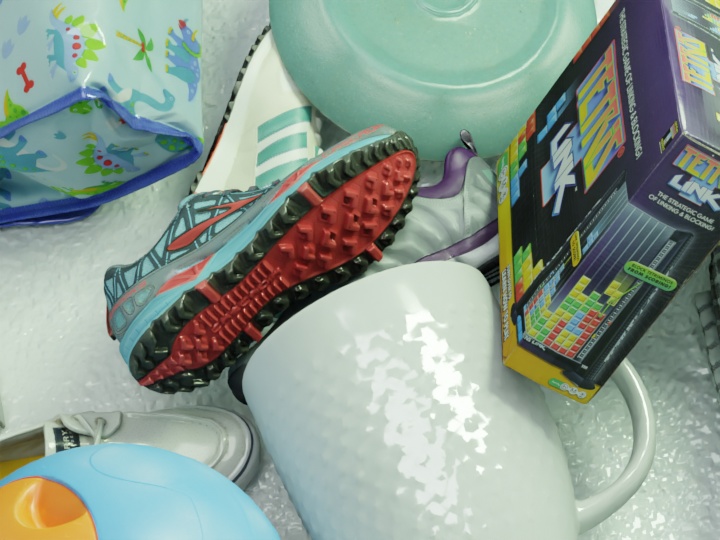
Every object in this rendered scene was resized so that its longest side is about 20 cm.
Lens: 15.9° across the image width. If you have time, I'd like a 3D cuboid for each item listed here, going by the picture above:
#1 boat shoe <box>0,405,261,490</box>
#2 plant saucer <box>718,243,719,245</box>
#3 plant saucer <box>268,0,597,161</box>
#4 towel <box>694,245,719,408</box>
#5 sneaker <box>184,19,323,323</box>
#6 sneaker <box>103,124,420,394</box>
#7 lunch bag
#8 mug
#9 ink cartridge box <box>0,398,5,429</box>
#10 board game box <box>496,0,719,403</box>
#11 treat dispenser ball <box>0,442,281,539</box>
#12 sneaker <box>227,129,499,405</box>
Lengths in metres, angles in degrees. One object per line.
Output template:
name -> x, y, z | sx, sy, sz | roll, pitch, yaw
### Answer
boat shoe -> -0.157, 0.111, 1.453 | 0.200, 0.070, 0.071 | -10, 63, 8
plant saucer -> 0.258, -0.078, 1.426 | 0.200, 0.048, 0.200 | -17, 25, 4
plant saucer -> 0.047, -0.160, 1.525 | 0.200, 0.036, 0.200 | 3, 64, -7
towel -> 0.287, 0.045, 1.380 | 0.200, 0.086, 0.166 | -11, 62, 7
sneaker -> -0.046, -0.056, 1.523 | 0.093, 0.070, 0.200 | 23, 65, -1
sneaker -> -0.062, -0.026, 1.421 | 0.200, 0.079, 0.096 | -36, 47, -2
lunch bag -> -0.190, -0.125, 1.549 | 0.200, 0.127, 0.170 | -21, 57, 35
mug -> 0.060, 0.098, 1.374 | 0.200, 0.148, 0.175 | -21, 66, -10
ink cartridge box -> -0.314, 0.074, 1.527 | 0.200, 0.037, 0.095 | -17, 62, 6
board game box -> 0.137, -0.053, 1.356 | 0.057, 0.165, 0.200 | 25, 31, -15
treat dispenser ball -> -0.127, 0.190, 1.334 | 0.201, 0.201, 0.201 | -5, 63, 10
sneaker -> 0.000, 0.000, 1.466 | 0.200, 0.074, 0.088 | -29, 77, -13
